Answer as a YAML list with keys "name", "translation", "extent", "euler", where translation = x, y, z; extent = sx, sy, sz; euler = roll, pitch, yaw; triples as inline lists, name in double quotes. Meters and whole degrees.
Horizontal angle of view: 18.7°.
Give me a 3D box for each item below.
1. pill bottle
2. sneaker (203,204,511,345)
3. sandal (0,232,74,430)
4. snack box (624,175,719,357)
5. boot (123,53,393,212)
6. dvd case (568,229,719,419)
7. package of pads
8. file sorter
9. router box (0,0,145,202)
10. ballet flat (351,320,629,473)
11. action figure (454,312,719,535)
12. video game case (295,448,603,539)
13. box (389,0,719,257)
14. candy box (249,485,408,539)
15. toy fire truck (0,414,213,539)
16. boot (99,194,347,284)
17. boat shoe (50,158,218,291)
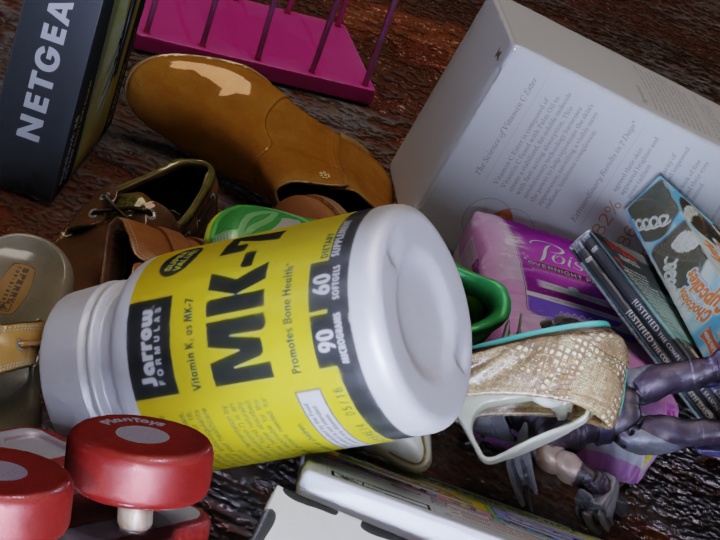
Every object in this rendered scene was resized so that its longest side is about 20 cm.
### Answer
- name: "pill bottle"
  translation: [-0.054, 0.040, 1.102]
  extent: [0.199, 0.115, 0.114]
  euler: [-12, 11, 26]
- name: "sneaker"
  translation: [0.000, 0.000, 1.219]
  extent: [0.199, 0.083, 0.075]
  euler: [14, 62, -34]
- name: "sandal"
  translation: [-0.193, 0.036, 1.149]
  extent: [0.080, 0.054, 0.201]
  euler: [16, 39, -4]
- name: "snack box"
  translation: [0.241, 0.030, 1.389]
  extent: [0.116, 0.037, 0.200]
  euler: [38, 18, -28]
- name: "boot"
  translation: [-0.066, -0.081, 1.490]
  extent: [0.200, 0.071, 0.144]
  euler: [22, 17, -13]
- name: "dvd case"
  translation: [0.218, 0.065, 1.352]
  extent: [0.201, 0.022, 0.146]
  euler: [56, 18, 24]
- name: "package of pads"
  translation: [0.121, 0.047, 1.371]
  extent: [0.120, 0.076, 0.200]
  euler: [19, 24, -12]
- name: "file sorter"
  translation: [-0.077, -0.237, 1.751]
  extent: [0.198, 0.126, 0.139]
  euler: [12, 25, -18]
- name: "router box"
  translation: [-0.180, -0.166, 1.428]
  extent: [0.052, 0.201, 0.157]
  euler: [19, 25, 1]
- name: "ballet flat"
  translation: [0.048, 0.074, 1.178]
  extent: [0.198, 0.066, 0.071]
  euler: [-10, -17, 8]
- name: "action figure"
  translation: [0.152, 0.081, 1.230]
  extent: [0.198, 0.069, 0.131]
  euler: [-4, 70, 1]
- name: "video game case"
  translation: [0.062, 0.135, 1.124]
  extent: [0.199, 0.022, 0.182]
  euler: [20, 1, -1]
- name: "box"
  translation: [0.144, -0.070, 1.502]
  extent: [0.199, 0.153, 0.107]
  euler: [25, 22, -17]
- name: "candy box"
  translation: [0.026, 0.194, 0.978]
  extent: [0.199, 0.061, 0.137]
  euler: [23, 36, 4]
- name: "toy fire truck"
  translation: [-0.169, 0.118, 0.971]
  extent: [0.167, 0.113, 0.199]
  euler: [18, 17, 39]
- name: "boot"
  translation: [-0.081, 0.005, 1.281]
  extent: [0.154, 0.077, 0.201]
  euler: [21, 41, -22]
- name: "boat shoe"
  translation: [-0.147, -0.020, 1.308]
  extent: [0.072, 0.068, 0.200]
  euler: [26, 26, 10]
